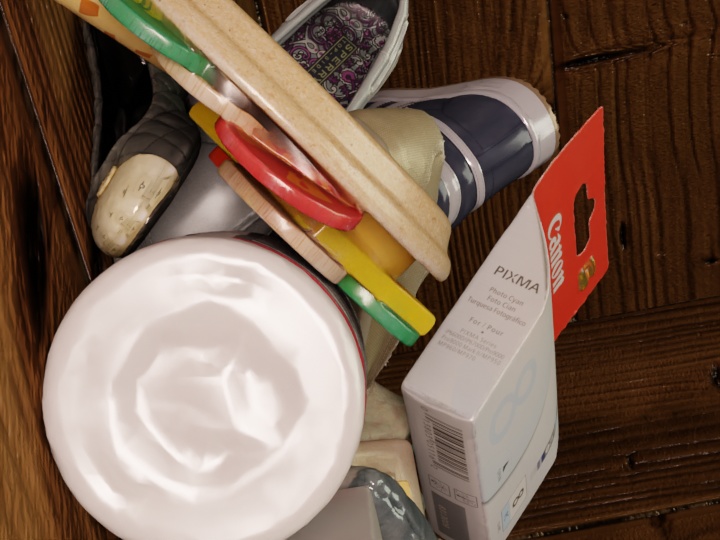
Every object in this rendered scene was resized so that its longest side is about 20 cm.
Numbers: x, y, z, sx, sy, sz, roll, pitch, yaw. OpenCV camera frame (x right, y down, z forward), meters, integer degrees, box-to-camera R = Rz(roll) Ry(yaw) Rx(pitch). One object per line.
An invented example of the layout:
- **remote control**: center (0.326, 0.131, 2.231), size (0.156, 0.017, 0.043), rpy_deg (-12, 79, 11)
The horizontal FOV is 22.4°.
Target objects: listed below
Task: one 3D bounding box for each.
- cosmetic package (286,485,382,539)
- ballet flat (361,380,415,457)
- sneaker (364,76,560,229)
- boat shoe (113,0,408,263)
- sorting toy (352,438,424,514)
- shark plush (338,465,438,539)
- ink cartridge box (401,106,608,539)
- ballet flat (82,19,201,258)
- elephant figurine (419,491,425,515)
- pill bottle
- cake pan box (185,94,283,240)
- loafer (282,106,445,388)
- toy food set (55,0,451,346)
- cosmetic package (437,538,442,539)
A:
- **cosmetic package**: center (-0.036, 0.147, 0.642), size (0.200, 0.107, 0.085), rpy_deg (-108, -173, -81)
- **ballet flat**: center (-0.040, 0.113, 0.912), size (0.062, 0.067, 0.200), rpy_deg (47, 40, 6)
- **sneaker**: center (0.007, -0.049, 0.989), size (0.200, 0.108, 0.070), rpy_deg (-10, -67, 55)
- **boat shoe**: center (-0.045, -0.071, 0.860), size (0.070, 0.201, 0.072), rpy_deg (37, -24, 3)
- **sorting toy**: center (-0.016, 0.171, 0.826), size (0.199, 0.036, 0.186), rpy_deg (3, 74, -51)
- **shark plush**: center (0.035, 0.163, 0.799), size (0.200, 0.083, 0.091), rpy_deg (56, 44, -16)
- **ink cartridge box**: center (0.098, 0.036, 0.976), size (0.200, 0.047, 0.160), rpy_deg (-53, 154, -24)
- **ballet flat**: center (-0.107, -0.064, 0.814), size (0.057, 0.066, 0.200), rpy_deg (36, 19, -22)
- **elephant figurine**: center (-0.019, 0.126, 1.107), size (0.200, 0.154, 0.142), rpy_deg (90, 18, -59)
- **pill bottle**: center (-0.052, 0.040, 0.702), size (0.200, 0.110, 0.111), rpy_deg (-78, 158, -88)
- **cake pan box**: center (-0.062, -0.068, 1.022), size (0.185, 0.052, 0.200), rpy_deg (63, -5, -29)
- **loafer**: center (0.000, 0.000, 0.861), size (0.076, 0.068, 0.200), rpy_deg (49, -34, 23)
- **toy food set**: center (-0.042, -0.059, 0.686), size (0.198, 0.049, 0.200), rpy_deg (45, 1, 44)
- **cosmetic package**: center (0.036, 0.264, 1.006), size (0.200, 0.103, 0.087), rpy_deg (-52, 154, -29)
